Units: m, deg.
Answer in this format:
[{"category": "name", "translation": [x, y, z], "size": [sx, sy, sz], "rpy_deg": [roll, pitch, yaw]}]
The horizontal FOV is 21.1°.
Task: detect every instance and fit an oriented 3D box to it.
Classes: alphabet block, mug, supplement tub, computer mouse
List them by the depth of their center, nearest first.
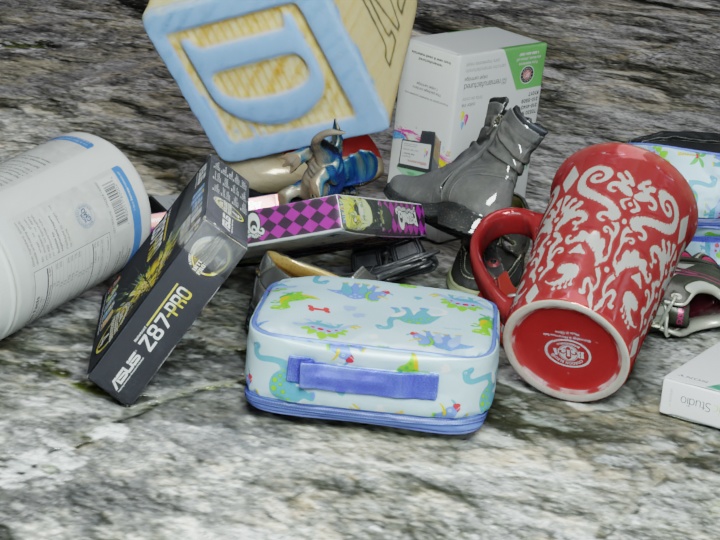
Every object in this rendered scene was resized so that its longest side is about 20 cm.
[{"category": "supplement tub", "translation": [-0.283, -0.027, 1.619], "size": [0.131, 0.133, 0.200], "rpy_deg": [16, 30, 31]}, {"category": "mug", "translation": [0.182, 0.012, 1.624], "size": [0.177, 0.134, 0.200], "rpy_deg": [-23, 26, 37]}, {"category": "computer mouse", "translation": [0.000, 0.000, 1.807], "size": [0.140, 0.046, 0.200], "rpy_deg": [-17, 15, -3]}, {"category": "alphabet block", "translation": [-0.073, -0.254, 1.886], "size": [0.194, 0.197, 0.201], "rpy_deg": [-9, 42, 22]}]

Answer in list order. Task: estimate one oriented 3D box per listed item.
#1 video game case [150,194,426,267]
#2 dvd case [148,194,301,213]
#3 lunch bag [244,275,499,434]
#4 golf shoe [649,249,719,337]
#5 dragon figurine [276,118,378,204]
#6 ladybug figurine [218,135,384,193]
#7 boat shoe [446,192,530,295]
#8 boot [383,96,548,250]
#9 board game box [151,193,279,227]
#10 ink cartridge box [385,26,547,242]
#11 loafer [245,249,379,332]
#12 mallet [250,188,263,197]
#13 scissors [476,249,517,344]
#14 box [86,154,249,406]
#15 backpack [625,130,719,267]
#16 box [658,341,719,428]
[{"category": "video game case", "translation": [-0.066, -0.033, 1.724], "size": [0.199, 0.036, 0.181], "rpy_deg": [-9, -5, 26]}, {"category": "dvd case", "translation": [-0.103, -0.054, 1.976], "size": [0.199, 0.018, 0.143], "rpy_deg": [-3, 19, -24]}, {"category": "lunch bag", "translation": [0.009, 0.067, 1.522], "size": [0.198, 0.083, 0.161], "rpy_deg": [6, 17, 3]}, {"category": "golf shoe", "translation": [0.254, 0.020, 1.747], "size": [0.199, 0.078, 0.088], "rpy_deg": [-3, 26, -21]}, {"category": "dragon figurine", "translation": [-0.024, -0.100, 1.825], "size": [0.099, 0.200, 0.059], "rpy_deg": [-36, 67, -29]}, {"category": "ladybug figurine", "translation": [-0.062, -0.118, 1.996], "size": [0.199, 0.073, 0.135], "rpy_deg": [-6, 3, -39]}, {"category": "boat shoe", "translation": [0.127, -0.025, 1.860], "size": [0.071, 0.066, 0.201], "rpy_deg": [11, 20, 9]}, {"category": "boot", "translation": [0.104, -0.098, 1.798], "size": [0.070, 0.132, 0.200], "rpy_deg": [26, 0, -30]}, {"category": "board game box", "translation": [-0.173, -0.040, 1.787], "size": [0.199, 0.020, 0.103], "rpy_deg": [-9, -6, -3]}, {"category": "ink cartridge box", "translation": [0.108, -0.142, 2.008], "size": [0.084, 0.201, 0.144], "rpy_deg": [23, 25, 39]}, {"category": "loafer", "translation": [-0.003, 0.033, 1.639], "size": [0.199, 0.073, 0.073], "rpy_deg": [9, 18, 13]}, {"category": "mallet", "translation": [-0.039, -0.058, 1.922], "size": [0.199, 0.041, 0.066], "rpy_deg": [0, 17, -26]}, {"category": "scissors", "translation": [0.129, 0.004, 1.764], "size": [0.073, 0.014, 0.200], "rpy_deg": [1, 36, 11]}, {"category": "box", "translation": [-0.152, 0.004, 1.558], "size": [0.049, 0.161, 0.200], "rpy_deg": [37, 13, -13]}, {"category": "backpack", "translation": [0.350, -0.062, 1.876], "size": [0.199, 0.148, 0.183], "rpy_deg": [8, 1, 5]}, {"category": "box", "translation": [0.353, 0.095, 1.599], "size": [0.144, 0.037, 0.200], "rpy_deg": [15, 21, 29]}]
